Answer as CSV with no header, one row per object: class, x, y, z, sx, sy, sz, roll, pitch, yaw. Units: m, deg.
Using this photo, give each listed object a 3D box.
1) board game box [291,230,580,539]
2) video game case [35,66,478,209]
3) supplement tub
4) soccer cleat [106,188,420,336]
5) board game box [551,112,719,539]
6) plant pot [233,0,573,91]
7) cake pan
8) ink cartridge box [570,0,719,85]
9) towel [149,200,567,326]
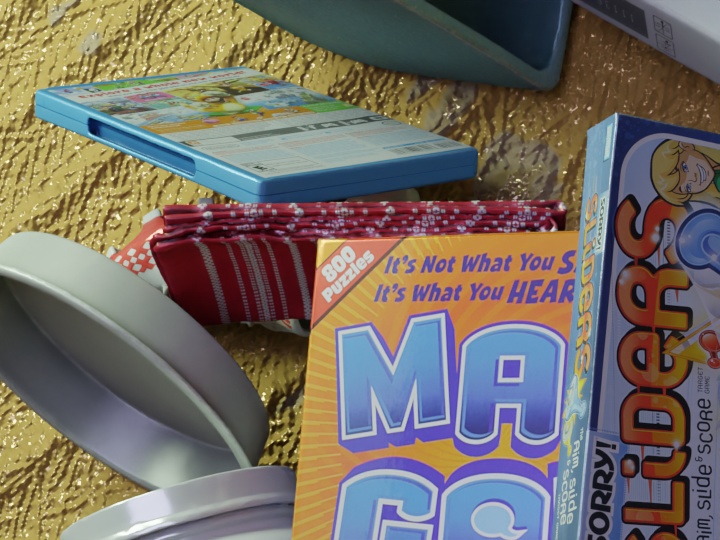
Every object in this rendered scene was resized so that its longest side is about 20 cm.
board game box,0.101,0.103,1.200,0.198,0.200,0.202,-2,75,27
video game case,-0.056,-0.071,1.339,0.199,0.142,0.018,23,116,46
supplement tub,-0.063,0.208,1.250,0.144,0.144,0.201,-21,77,20
soccer cleat,-0.058,0.003,1.385,0.199,0.069,0.086,-19,59,16
board game box,0.151,0.046,1.060,0.134,0.034,0.202,10,76,-16
plant pot,-0.011,-0.213,1.359,0.199,0.196,0.197,2,77,37
cake pan,-0.127,0.051,1.346,0.199,0.201,0.037,22,63,30
ink cartridge box,0.229,-0.163,1.301,0.199,0.044,0.174,34,68,30
towel,0.000,0.000,1.274,0.198,0.145,0.023,-1,71,1
